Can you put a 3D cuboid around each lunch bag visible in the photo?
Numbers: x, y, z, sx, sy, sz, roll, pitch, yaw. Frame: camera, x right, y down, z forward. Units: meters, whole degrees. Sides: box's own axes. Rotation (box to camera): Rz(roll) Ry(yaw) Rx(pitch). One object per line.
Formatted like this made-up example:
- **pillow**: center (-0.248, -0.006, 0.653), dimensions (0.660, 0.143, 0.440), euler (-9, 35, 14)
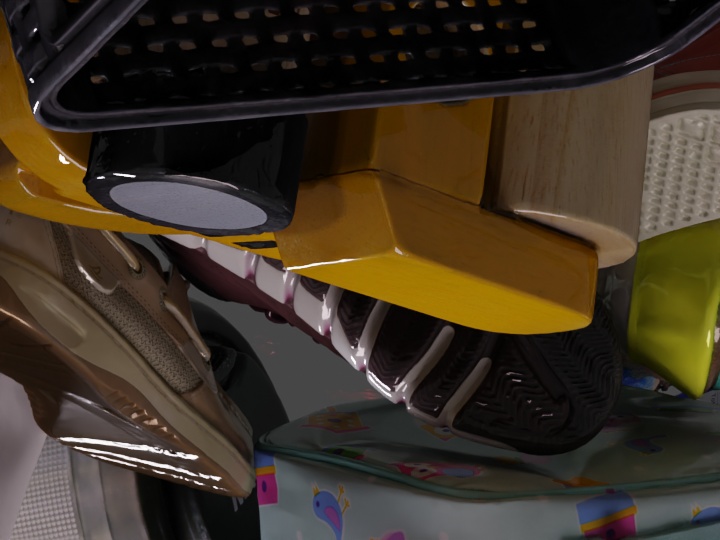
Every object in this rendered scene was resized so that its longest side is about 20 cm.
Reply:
- **lunch bag**: center (0.070, 0.091, 0.891), dimensions (0.200, 0.077, 0.160), euler (-5, -169, -35)

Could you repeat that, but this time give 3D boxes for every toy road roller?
- **toy road roller**: center (-0.023, -0.057, 0.756), dimensions (0.200, 0.123, 0.146), euler (17, 164, -36)

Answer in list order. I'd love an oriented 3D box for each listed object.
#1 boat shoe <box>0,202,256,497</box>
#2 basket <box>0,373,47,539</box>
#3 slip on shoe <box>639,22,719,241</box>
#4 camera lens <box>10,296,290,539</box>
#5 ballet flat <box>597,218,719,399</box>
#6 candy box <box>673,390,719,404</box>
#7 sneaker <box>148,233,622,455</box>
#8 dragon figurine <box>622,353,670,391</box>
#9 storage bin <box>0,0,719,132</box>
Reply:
- **boat shoe**: center (-0.081, 0.021, 0.863), dimensions (0.072, 0.065, 0.200), euler (9, 159, 28)
- **basket**: center (-0.193, 0.053, 0.858), dimensions (0.123, 0.200, 0.136), euler (10, 162, 22)
- **slip on shoe**: center (0.074, -0.047, 0.852), dimensions (0.074, 0.061, 0.200), euler (41, 147, -29)
- **camera lens**: center (-0.133, 0.101, 1.038), dimensions (0.200, 0.160, 0.160), euler (-13, 154, 21)
- **ballet flat**: center (0.106, 0.007, 0.914), dimensions (0.067, 0.067, 0.200), euler (9, -175, 9)
- **candy box**: center (0.201, 0.109, 1.202), dimensions (0.169, 0.077, 0.200), euler (19, 149, -37)
- **sneaker**: center (0.000, 0.000, 0.883), dimensions (0.200, 0.076, 0.116), euler (34, 170, 8)
- **dragon figurine**: center (0.070, 0.035, 1.038), dimensions (0.200, 0.059, 0.099), euler (6, 154, -23)
- **storage bin**: center (0.017, -0.108, 0.599), dimensions (0.200, 0.094, 0.135), euler (-9, 162, -37)
